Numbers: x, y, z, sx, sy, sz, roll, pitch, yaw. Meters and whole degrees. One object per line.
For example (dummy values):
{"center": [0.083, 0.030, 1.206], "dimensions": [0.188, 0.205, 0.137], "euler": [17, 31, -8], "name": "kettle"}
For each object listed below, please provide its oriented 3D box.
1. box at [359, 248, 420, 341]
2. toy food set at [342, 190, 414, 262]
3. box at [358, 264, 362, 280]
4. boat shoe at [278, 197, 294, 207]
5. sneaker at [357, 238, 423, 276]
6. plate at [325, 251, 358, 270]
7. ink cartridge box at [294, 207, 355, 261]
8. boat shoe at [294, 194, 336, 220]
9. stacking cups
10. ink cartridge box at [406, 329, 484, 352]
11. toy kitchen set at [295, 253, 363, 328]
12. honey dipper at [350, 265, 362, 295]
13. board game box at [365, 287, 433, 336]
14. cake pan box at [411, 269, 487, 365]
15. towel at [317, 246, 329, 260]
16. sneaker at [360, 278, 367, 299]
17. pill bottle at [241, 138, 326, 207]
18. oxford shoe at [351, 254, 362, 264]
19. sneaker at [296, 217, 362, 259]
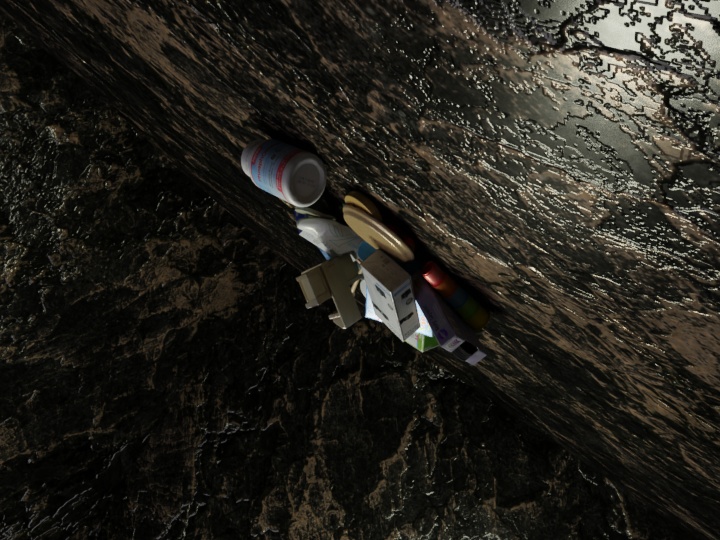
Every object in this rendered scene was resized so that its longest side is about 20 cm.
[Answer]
{"center": [0.072, 0.060, 1.311], "dimensions": [0.116, 0.060, 0.202], "euler": [42, 161, 35], "name": "box"}
{"center": [0.039, -0.088, 1.237], "dimensions": [0.198, 0.049, 0.198], "euler": [36, 173, 1], "name": "toy food set"}
{"center": [-0.055, -0.045, 1.909], "dimensions": [0.198, 0.050, 0.158], "euler": [32, 172, 36], "name": "box"}
{"center": [-0.196, -0.214, 1.445], "dimensions": [0.067, 0.073, 0.200], "euler": [32, 175, 3], "name": "boat shoe"}
{"center": [0.085, -0.023, 1.381], "dimensions": [0.197, 0.077, 0.081], "euler": [32, -163, -7], "name": "sneaker"}
{"center": [-0.062, -0.070, 1.655], "dimensions": [0.201, 0.025, 0.201], "euler": [48, -163, -19], "name": "plate"}
{"center": [-0.091, -0.097, 1.531], "dimensions": [0.198, 0.044, 0.096], "euler": [34, -151, -42], "name": "ink cartridge box"}
{"center": [-0.101, -0.162, 1.406], "dimensions": [0.070, 0.070, 0.200], "euler": [8, 178, 16], "name": "boat shoe"}
{"center": [0.211, 0.058, 1.295], "dimensions": [0.199, 0.061, 0.060], "euler": [40, 171, -21], "name": "stacking cups"}
{"center": [0.226, 0.178, 1.603], "dimensions": [0.145, 0.078, 0.198], "euler": [-14, -151, -35], "name": "ink cartridge box"}
{"center": [-0.102, 0.075, 1.469], "dimensions": [0.178, 0.199, 0.167], "euler": [-21, 95, 39], "name": "toy kitchen set"}
{"center": [0.000, 0.000, 1.519], "dimensions": [0.038, 0.038, 0.202], "euler": [33, 130, 9], "name": "honey dipper"}
{"center": [0.108, 0.084, 1.509], "dimensions": [0.195, 0.037, 0.154], "euler": [16, 130, 19], "name": "board game box"}
{"center": [0.203, 0.113, 1.322], "dimensions": [0.183, 0.052, 0.203], "euler": [29, -153, -50], "name": "cake pan box"}
{"center": [-0.084, -0.059, 1.748], "dimensions": [0.202, 0.048, 0.112], "euler": [55, 166, -3], "name": "towel"}
{"center": [0.098, 0.063, 1.603], "dimensions": [0.197, 0.116, 0.074], "euler": [33, 131, 2], "name": "sneaker"}
{"center": [-0.167, -0.212, 1.191], "dimensions": [0.198, 0.110, 0.109], "euler": [28, 170, 43], "name": "pill bottle"}
{"center": [0.047, -0.035, 1.535], "dimensions": [0.199, 0.072, 0.071], "euler": [39, 142, -3], "name": "oxford shoe"}
{"center": [-0.066, -0.081, 1.400], "dimensions": [0.195, 0.083, 0.070], "euler": [14, 179, -19], "name": "sneaker"}
